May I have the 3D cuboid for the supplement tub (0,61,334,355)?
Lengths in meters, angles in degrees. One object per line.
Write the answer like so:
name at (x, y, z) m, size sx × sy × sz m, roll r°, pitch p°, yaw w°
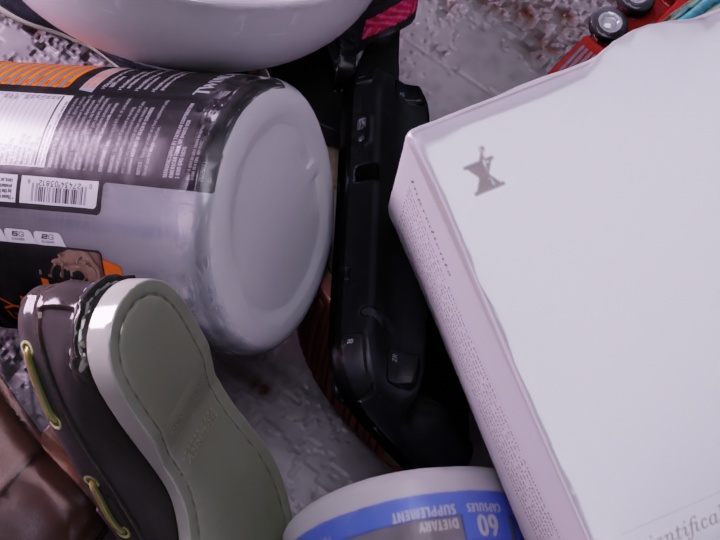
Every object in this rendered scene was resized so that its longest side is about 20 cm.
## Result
supplement tub at (-0.123, -0.031, 0.867) m, size 0.199 × 0.123 × 0.123 m, roll 6°, pitch 60°, yaw 26°

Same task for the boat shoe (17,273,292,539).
boat shoe at (-0.084, 0.084, 0.825) m, size 0.060 × 0.202 × 0.072 m, roll 4°, pitch 40°, yaw 31°

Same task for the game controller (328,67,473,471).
game controller at (0.020, 0.001, 0.880) m, size 0.042 × 0.105 × 0.201 m, roll -13°, pitch 47°, yaw 18°

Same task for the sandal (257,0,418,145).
sandal at (-0.001, -0.147, 0.983) m, size 0.075 × 0.045 × 0.201 m, roll 24°, pitch 51°, yaw -9°

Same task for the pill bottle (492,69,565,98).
pill bottle at (0.114, 0.013, 0.888) m, size 0.111 × 0.111 × 0.201 m, roll -18°, pitch 80°, yaw -15°

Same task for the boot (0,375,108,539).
boot at (-0.227, 0.118, 0.850) m, size 0.186 × 0.064 × 0.200 m, roll 36°, pitch 70°, yaw 13°

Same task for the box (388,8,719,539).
box at (0.139, 0.013, 0.766) m, size 0.198 × 0.131 × 0.201 m, roll -22°, pitch 80°, yaw -7°

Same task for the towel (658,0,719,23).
towel at (0.220, -0.098, 0.841) m, size 0.146 × 0.200 × 0.022 m, roll 21°, pitch 76°, yaw -10°

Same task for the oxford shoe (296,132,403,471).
oxford shoe at (0.000, 0.000, 0.925) m, size 0.074 × 0.071 × 0.201 m, roll -18°, pitch 69°, yaw -20°

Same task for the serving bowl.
serving bowl at (-0.087, -0.151, 0.906) m, size 0.199 × 0.066 × 0.201 m, roll 11°, pitch 36°, yaw -8°

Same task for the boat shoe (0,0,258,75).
boat shoe at (-0.135, -0.147, 0.984) m, size 0.200 × 0.062 × 0.075 m, roll 35°, pitch 67°, yaw 12°

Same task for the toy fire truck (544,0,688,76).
toy fire truck at (0.174, -0.084, 0.996) m, size 0.141 × 0.049 × 0.200 m, roll 40°, pitch 67°, yaw 11°

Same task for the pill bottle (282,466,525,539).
pill bottle at (0.037, 0.194, 0.809) m, size 0.113 × 0.114 × 0.201 m, roll -7°, pitch 65°, yaw -10°
